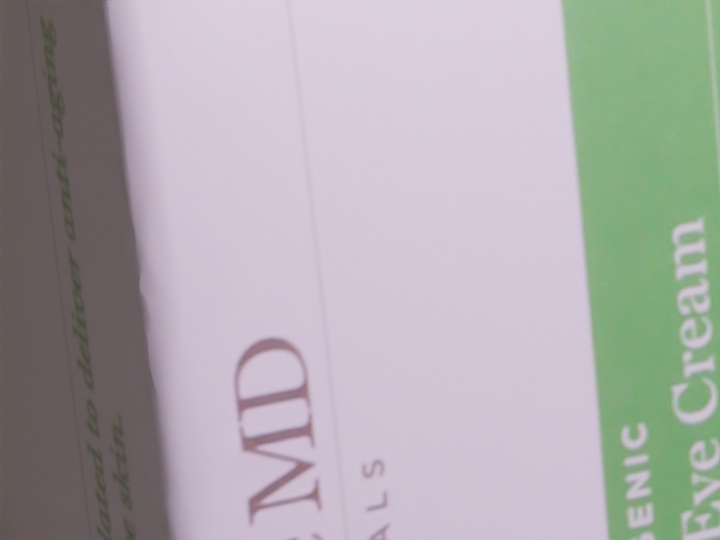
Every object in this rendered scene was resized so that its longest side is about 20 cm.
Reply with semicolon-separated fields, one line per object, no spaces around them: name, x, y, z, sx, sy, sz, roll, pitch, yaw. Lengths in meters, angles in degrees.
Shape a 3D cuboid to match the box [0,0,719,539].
box;0.002;0.002;0.579;0.170;0.200;0.200;-11;14;-22
